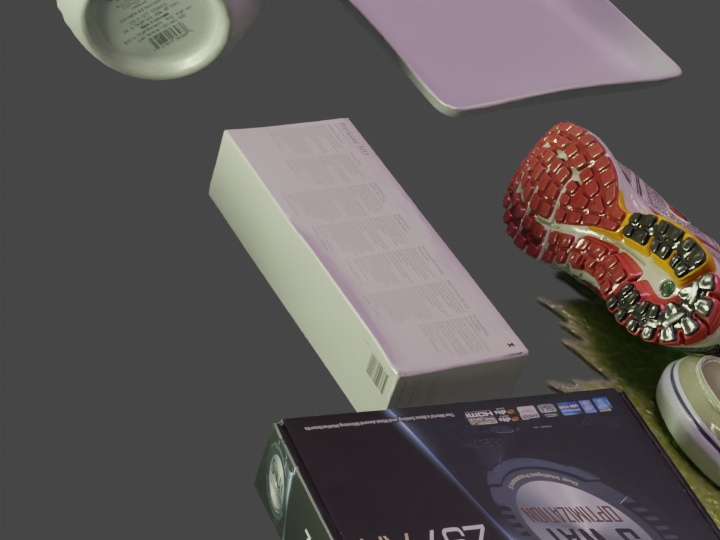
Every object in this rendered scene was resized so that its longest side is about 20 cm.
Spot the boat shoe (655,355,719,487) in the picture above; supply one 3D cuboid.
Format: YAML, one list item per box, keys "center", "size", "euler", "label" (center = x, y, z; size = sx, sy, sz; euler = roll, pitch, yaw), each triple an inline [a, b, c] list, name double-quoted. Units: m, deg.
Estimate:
- center: [0.240, 0.099, 1.049]
  size: [0.072, 0.062, 0.200]
  euler: [-23, 52, -42]
  label: "boat shoe"

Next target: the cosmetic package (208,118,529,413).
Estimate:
- center: [0.000, 0.000, 1.081]
  size: [0.082, 0.051, 0.200]
  euler: [-9, 45, -30]
  label: "cosmetic package"

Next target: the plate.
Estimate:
- center: [0.079, -0.165, 1.342]
  size: [0.200, 0.032, 0.200]
  euler: [-11, 47, -34]
  label: "plate"

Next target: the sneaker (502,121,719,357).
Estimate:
- center: [0.151, -0.011, 1.159]
  size: [0.082, 0.078, 0.200]
  euler: [26, 19, -43]
  label: "sneaker"

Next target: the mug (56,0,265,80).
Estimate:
- center: [-0.093, -0.210, 1.204]
  size: [0.200, 0.148, 0.176]
  euler: [-14, 46, 14]
  label: "mug"

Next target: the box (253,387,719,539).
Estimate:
- center: [0.070, 0.131, 0.950]
  size: [0.200, 0.044, 0.160]
  euler: [-3, 41, -27]
  label: "box"
